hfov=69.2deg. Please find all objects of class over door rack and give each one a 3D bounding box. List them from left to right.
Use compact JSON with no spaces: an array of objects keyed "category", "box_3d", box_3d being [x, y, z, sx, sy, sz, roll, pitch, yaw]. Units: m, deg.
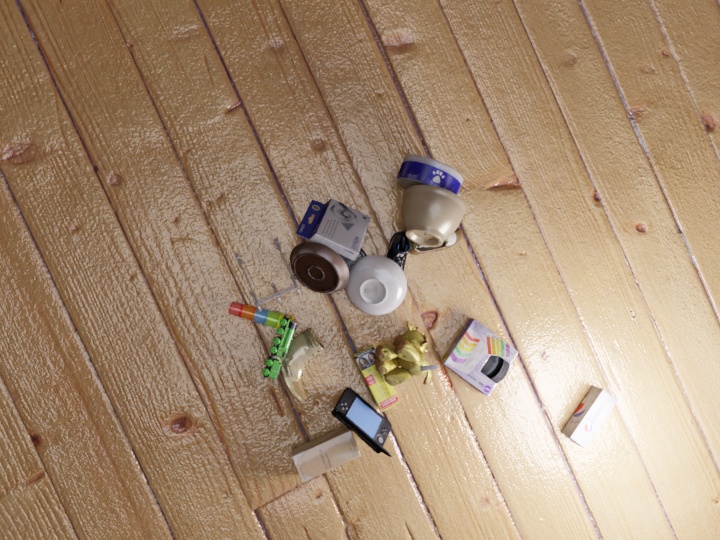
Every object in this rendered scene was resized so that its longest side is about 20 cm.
[{"category":"over door rack","box_3d":[-0.288,0.015,1.645,0.147,0.067,0.200,-23,78,-12]}]

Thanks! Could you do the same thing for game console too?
[{"category":"game console","box_3d":[0.023,0.461,1.603,0.200,0.116,0.176,42,40,-4]}]

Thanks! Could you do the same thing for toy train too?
[{"category":"toy train","box_3d":[-0.246,0.237,1.595,0.056,0.042,0.201,20,89,-1]}]

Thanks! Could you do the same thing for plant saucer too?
[{"category":"plant saucer","box_3d":[-0.133,0.001,1.609,0.200,0.200,0.032,35,44,-5]}]

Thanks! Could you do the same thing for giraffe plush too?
[{"category":"giraffe plush","box_3d":[0.151,0.251,1.651,0.199,0.162,0.173,2,125,9]}]

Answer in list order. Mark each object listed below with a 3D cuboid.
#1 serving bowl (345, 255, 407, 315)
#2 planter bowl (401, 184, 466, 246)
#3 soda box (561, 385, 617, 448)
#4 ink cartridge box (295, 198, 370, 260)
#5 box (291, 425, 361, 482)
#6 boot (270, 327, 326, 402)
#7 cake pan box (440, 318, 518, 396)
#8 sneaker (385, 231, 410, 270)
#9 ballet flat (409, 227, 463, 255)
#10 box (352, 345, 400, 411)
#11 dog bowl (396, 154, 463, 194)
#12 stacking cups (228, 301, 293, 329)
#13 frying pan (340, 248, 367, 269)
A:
[{"category":"serving bowl","box_3d":[0.044,0.055,1.643,0.199,0.066,0.201,4,109,11]},{"category":"planter bowl","box_3d":[0.212,-0.156,1.616,0.200,0.200,0.135,21,74,-6]},{"category":"soda box","box_3d":[0.772,0.493,1.764,0.068,0.063,0.200,37,85,-6]},{"category":"ink cartridge box","box_3d":[-0.080,-0.142,1.625,0.199,0.041,0.200,23,42,-6]},{"category":"box","box_3d":[-0.109,0.574,1.642,0.199,0.078,0.095,-23,91,-7]},{"category":"boot","box_3d":[-0.174,0.296,1.644,0.155,0.073,0.200,-27,86,-3]},{"category":"cake pan box","box_3d":[0.396,0.289,1.730,0.200,0.052,0.184,38,86,-5]},{"category":"sneaker","box_3d":[0.113,-0.030,1.671,0.073,0.112,0.201,9,87,-6]},{"category":"ballet flat","box_3d":[0.252,-0.098,1.711,0.199,0.072,0.068,-13,90,-8]},{"category":"box","box_3d":[0.051,0.347,1.683,0.075,0.050,0.200,-25,92,-8]},{"category":"dog bowl","box_3d":[0.218,-0.286,1.648,0.200,0.200,0.079,22,88,-6]},{"category":"stacking cups","box_3d":[-0.313,0.144,1.646,0.199,0.061,0.061,17,86,-1]},{"category":"frying pan","box_3d":[-0.016,0.006,1.698,0.115,0.031,0.191,-24,89,-6]}]
